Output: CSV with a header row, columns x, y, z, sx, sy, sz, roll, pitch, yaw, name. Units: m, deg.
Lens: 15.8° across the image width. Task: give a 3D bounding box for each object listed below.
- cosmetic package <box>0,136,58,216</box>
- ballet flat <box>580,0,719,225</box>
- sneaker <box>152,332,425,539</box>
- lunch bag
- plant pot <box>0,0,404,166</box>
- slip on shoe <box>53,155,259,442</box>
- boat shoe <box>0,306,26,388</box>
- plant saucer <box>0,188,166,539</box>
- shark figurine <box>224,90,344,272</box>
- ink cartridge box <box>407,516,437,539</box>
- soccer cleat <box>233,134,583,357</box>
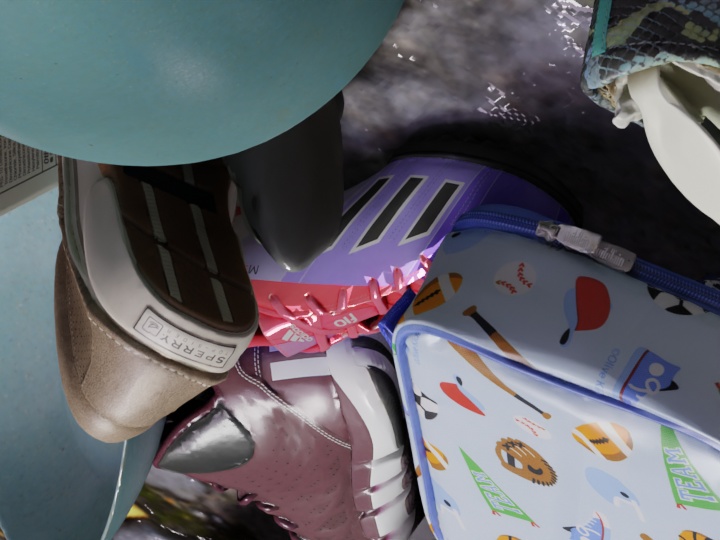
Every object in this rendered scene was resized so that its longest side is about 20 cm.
x,y,z,sx,sy,sz,roll,pitch,yaw,name
-0.185,-0.054,0.900,0.071,0.200,0.106,10,111,26,cosmetic package
0.144,-0.026,0.840,0.200,0.074,0.074,37,149,-19,ballet flat
-0.032,0.086,1.120,0.115,0.076,0.200,-3,136,6,sneaker
0.087,0.060,0.934,0.160,0.076,0.200,23,152,20,lunch bag
-0.072,-0.124,0.739,0.200,0.201,0.161,5,155,32,plant pot
-0.077,-0.017,0.905,0.076,0.200,0.061,23,118,-25,slip on shoe
-0.147,0.068,1.216,0.062,0.075,0.200,14,152,5,boat shoe
-0.113,0.024,1.044,0.039,0.202,0.201,-2,161,-26,plant saucer
-0.060,-0.107,0.891,0.214,0.128,0.090,43,125,6,shark figurine
0.120,0.176,1.078,0.200,0.084,0.145,24,159,39,ink cartridge box
0.000,0.000,0.987,0.200,0.073,0.068,-7,136,45,soccer cleat
